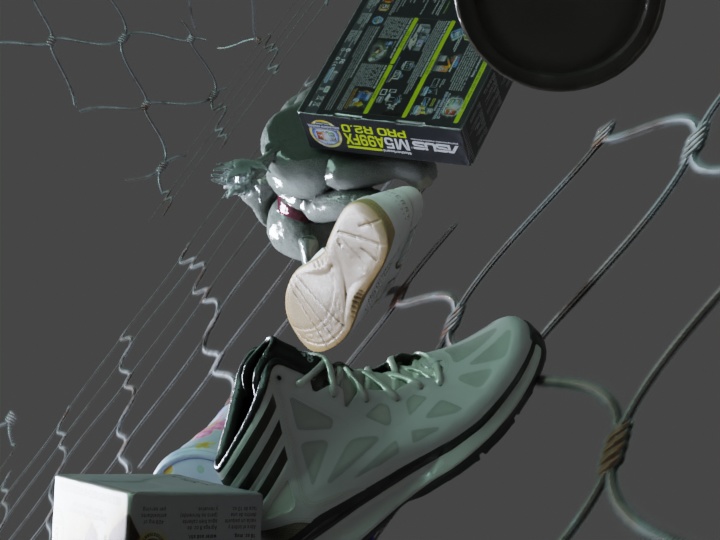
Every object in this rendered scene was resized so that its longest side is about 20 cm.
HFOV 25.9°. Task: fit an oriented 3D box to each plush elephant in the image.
[{"bbox_3d":[-0.034,-0.072,1.442,0.198,0.165,0.156,-25,-35,-14],"label":"plush elephant"}]

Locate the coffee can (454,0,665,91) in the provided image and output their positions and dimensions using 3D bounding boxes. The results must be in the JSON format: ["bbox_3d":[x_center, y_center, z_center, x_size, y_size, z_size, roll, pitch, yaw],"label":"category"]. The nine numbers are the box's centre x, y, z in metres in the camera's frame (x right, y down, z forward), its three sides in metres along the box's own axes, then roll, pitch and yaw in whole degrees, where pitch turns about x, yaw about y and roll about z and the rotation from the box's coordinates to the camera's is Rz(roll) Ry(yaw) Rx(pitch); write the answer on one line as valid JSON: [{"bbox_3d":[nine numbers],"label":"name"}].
[{"bbox_3d":[0.151,-0.240,1.152,0.146,0.146,0.201,-47,14,30],"label":"coffee can"}]

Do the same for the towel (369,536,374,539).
[{"bbox_3d":[-0.065,0.229,0.944,0.200,0.049,0.148,-47,11,24],"label":"towel"}]

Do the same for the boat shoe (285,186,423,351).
[{"bbox_3d":[0.000,0.000,1.285,0.069,0.071,0.200,-30,-13,-36],"label":"boat shoe"}]

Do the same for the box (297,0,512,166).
[{"bbox_3d":[0.056,-0.183,1.372,0.158,0.045,0.201,8,52,25],"label":"box"}]

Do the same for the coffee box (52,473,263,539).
[{"bbox_3d":[-0.114,0.214,0.830,0.113,0.079,0.203,-4,83,59],"label":"coffee box"}]

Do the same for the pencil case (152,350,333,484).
[{"bbox_3d":[-0.069,0.122,1.039,0.090,0.084,0.200,-28,6,22],"label":"pencil case"}]

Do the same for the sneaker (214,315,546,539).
[{"bbox_3d":[0.006,0.067,0.867,0.200,0.116,0.076,-39,18,-10],"label":"sneaker"}]
